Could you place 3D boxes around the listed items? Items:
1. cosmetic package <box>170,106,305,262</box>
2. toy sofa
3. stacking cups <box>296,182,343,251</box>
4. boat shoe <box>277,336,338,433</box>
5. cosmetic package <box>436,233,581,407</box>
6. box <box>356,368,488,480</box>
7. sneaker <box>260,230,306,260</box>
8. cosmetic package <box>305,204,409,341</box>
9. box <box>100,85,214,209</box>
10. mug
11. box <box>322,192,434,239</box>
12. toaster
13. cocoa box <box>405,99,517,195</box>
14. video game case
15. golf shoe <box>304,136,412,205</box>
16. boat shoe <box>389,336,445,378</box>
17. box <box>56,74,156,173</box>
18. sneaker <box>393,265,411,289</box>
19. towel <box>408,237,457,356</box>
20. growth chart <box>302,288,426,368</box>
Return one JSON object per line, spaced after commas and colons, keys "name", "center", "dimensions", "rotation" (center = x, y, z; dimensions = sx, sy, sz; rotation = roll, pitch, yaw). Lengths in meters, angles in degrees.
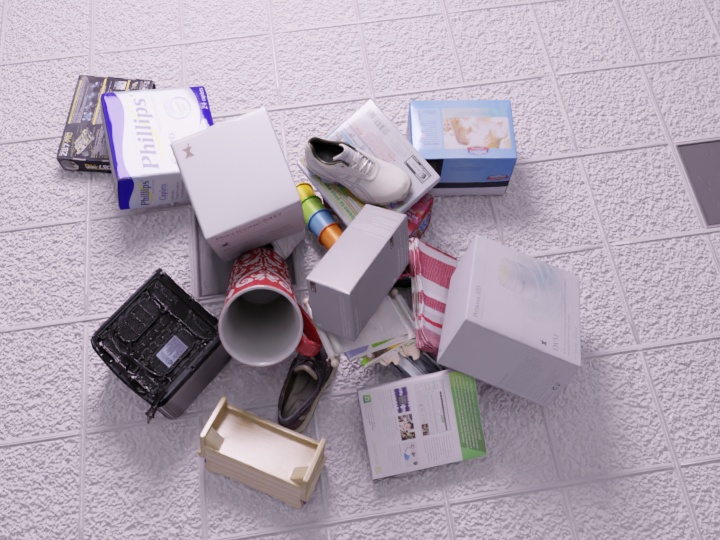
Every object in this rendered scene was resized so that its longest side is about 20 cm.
{"name": "cosmetic package", "center": [-0.197, -0.136, 1.157], "dimensions": [0.164, 0.200, 0.170], "rotation": [-22, 82, -6]}
{"name": "toy sofa", "center": [-0.157, 0.294, 1.115], "dimensions": [0.196, 0.099, 0.084], "rotation": [19, 47, 9]}
{"name": "stacking cups", "center": [-0.069, -0.076, 1.261], "dimensions": [0.060, 0.061, 0.201], "rotation": [-27, 55, -12]}
{"name": "boat shoe", "center": [-0.088, 0.176, 1.169], "dimensions": [0.070, 0.065, 0.203], "rotation": [20, 67, 10]}
{"name": "cosmetic package", "center": [0.245, 0.078, 1.132], "dimensions": [0.196, 0.124, 0.202], "rotation": [20, 45, -3]}
{"name": "box", "center": [0.100, 0.246, 1.126], "dimensions": [0.195, 0.036, 0.148], "rotation": [-10, 91, -4]}
{"name": "sneaker", "center": [-0.204, -0.084, 1.281], "dimensions": [0.197, 0.078, 0.101], "rotation": [29, 72, 13]}
{"name": "cosmetic package", "center": [0.000, 0.000, 1.099], "dimensions": [0.088, 0.108, 0.201], "rotation": [15, 49, 22]}
{"name": "box", "center": [-0.371, -0.232, 1.298], "dimensions": [0.195, 0.105, 0.188], "rotation": [-11, 70, -21]}
{"name": "mug", "center": [-0.157, 0.067, 1.154], "dimensions": [0.131, 0.180, 0.201], "rotation": [-27, 24, 2]}
{"name": "box", "center": [0.030, -0.126, 1.285], "dimensions": [0.197, 0.100, 0.096], "rotation": [31, 71, 13]}
{"name": "toaster", "center": [-0.330, 0.132, 1.158], "dimensions": [0.179, 0.119, 0.201], "rotation": [36, 70, 16]}
{"name": "cocoa box", "center": [0.186, -0.232, 1.316], "dimensions": [0.194, 0.132, 0.137], "rotation": [-1, 65, 0]}
{"name": "video game case", "center": [0.012, -0.176, 1.228], "dimensions": [0.181, 0.022, 0.201], "rotation": [-40, 76, -2]}
{"name": "golf shoe", "center": [-0.008, -0.171, 1.169], "dimensions": [0.195, 0.097, 0.080], "rotation": [18, 79, 9]}
{"name": "boat shoe", "center": [0.068, 0.125, 1.190], "dimensions": [0.068, 0.072, 0.200], "rotation": [-42, 75, -16]}
{"name": "box", "center": [-0.505, -0.294, 1.386], "dimensions": [0.157, 0.049, 0.205], "rotation": [4, 66, -1]}
{"name": "sneaker", "center": [0.026, 0.007, 1.235], "dimensions": [0.195, 0.084, 0.078], "rotation": [-19, 66, -9]}
{"name": "towel", "center": [0.139, 0.053, 1.199], "dimensions": [0.022, 0.142, 0.205], "rotation": [-23, 59, 36]}
{"name": "growth chart", "center": [0.015, 0.095, 1.134], "dimensions": [0.196, 0.018, 0.147], "rotation": [-7, 60, -29]}
